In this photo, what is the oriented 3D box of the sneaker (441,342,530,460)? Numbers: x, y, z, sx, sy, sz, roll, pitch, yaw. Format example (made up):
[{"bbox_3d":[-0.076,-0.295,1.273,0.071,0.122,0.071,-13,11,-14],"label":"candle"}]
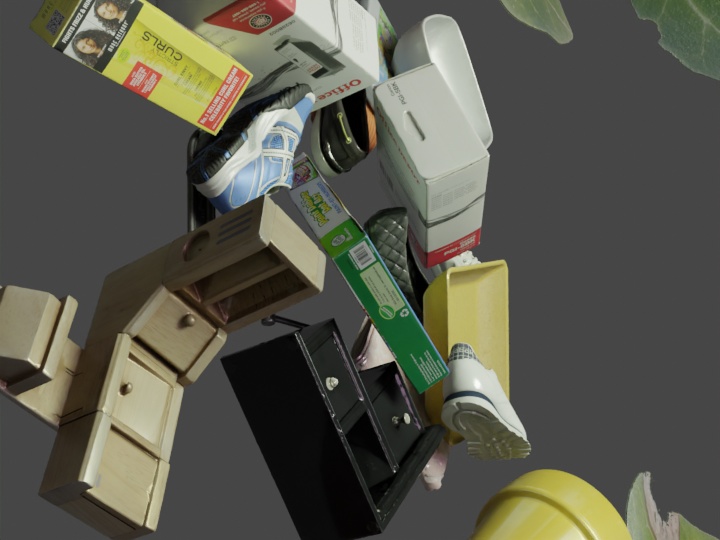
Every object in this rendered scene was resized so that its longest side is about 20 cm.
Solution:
[{"bbox_3d":[0.145,0.157,1.081,0.201,0.075,0.082,57,25,-52],"label":"sneaker"}]

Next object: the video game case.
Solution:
[{"bbox_3d":[0.047,-0.261,1.328,0.201,0.022,0.184,54,30,-40],"label":"video game case"}]

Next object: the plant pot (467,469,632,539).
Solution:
[{"bbox_3d":[0.189,0.359,1.095,0.187,0.199,0.204,-17,88,-45],"label":"plant pot"}]

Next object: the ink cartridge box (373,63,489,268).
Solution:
[{"bbox_3d":[0.082,-0.120,1.131,0.201,0.082,0.148,84,-18,-64],"label":"ink cartridge box"}]

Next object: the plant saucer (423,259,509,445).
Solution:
[{"bbox_3d":[0.126,0.093,1.161,0.199,0.048,0.204,-7,97,-62],"label":"plant saucer"}]

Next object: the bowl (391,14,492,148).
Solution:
[{"bbox_3d":[0.112,-0.252,1.349,0.203,0.074,0.200,70,23,-7],"label":"bowl"}]

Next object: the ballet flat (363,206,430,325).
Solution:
[{"bbox_3d":[0.065,0.010,1.129,0.067,0.056,0.201,-83,150,-48],"label":"ballet flat"}]

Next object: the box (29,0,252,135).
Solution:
[{"bbox_3d":[-0.188,-0.194,0.843,0.050,0.076,0.199,41,9,35],"label":"box"}]

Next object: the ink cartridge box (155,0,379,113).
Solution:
[{"bbox_3d":[-0.091,-0.243,0.976,0.199,0.145,0.084,25,54,-52],"label":"ink cartridge box"}]

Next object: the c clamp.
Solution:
[{"bbox_3d":[-0.113,-0.041,0.951,0.170,0.027,0.204,15,61,-49],"label":"c clamp"}]

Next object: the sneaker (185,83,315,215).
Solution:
[{"bbox_3d":[-0.097,-0.117,0.936,0.078,0.075,0.201,58,42,-23],"label":"sneaker"}]

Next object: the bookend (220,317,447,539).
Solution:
[{"bbox_3d":[-0.017,0.130,0.946,0.202,0.091,0.200,67,28,-8],"label":"bookend"}]

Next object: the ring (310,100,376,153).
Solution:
[{"bbox_3d":[-0.034,-0.240,1.205,0.200,0.019,0.203,39,41,-46],"label":"ring"}]

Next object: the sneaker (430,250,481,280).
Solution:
[{"bbox_3d":[0.145,-0.007,1.317,0.072,0.084,0.203,-17,87,-59],"label":"sneaker"}]

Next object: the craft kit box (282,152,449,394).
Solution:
[{"bbox_3d":[0.000,0.000,0.982,0.201,0.048,0.198,58,1,-35],"label":"craft kit box"}]

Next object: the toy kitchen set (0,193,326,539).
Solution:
[{"bbox_3d":[-0.149,0.047,0.673,0.163,0.178,0.202,45,34,-36],"label":"toy kitchen set"}]

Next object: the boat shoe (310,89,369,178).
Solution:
[{"bbox_3d":[-0.019,-0.206,1.129,0.071,0.060,0.205,33,47,-48],"label":"boat shoe"}]

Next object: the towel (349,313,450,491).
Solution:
[{"bbox_3d":[0.064,0.129,1.152,0.202,0.032,0.192,58,32,-22],"label":"towel"}]
